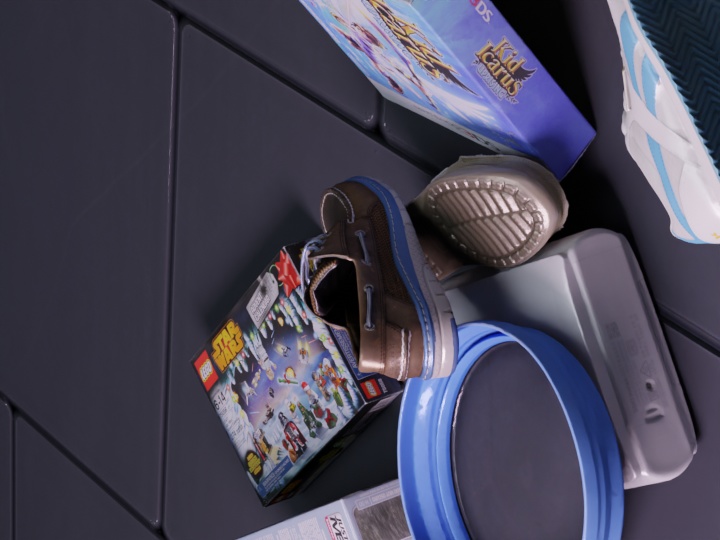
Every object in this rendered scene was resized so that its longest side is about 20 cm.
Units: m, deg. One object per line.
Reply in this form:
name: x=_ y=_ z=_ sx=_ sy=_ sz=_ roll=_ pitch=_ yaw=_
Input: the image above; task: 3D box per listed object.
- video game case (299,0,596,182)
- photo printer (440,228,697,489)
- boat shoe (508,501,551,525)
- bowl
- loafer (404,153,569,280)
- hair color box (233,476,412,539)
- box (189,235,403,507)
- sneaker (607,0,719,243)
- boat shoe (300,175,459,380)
video game case: x=0.034 y=-0.152 z=1.559 sx=0.181 sy=0.045 sz=0.200 roll=29 pitch=168 yaw=45
photo printer: x=0.118 y=0.071 z=1.623 sx=0.200 sy=0.069 sz=0.167 roll=-19 pitch=90 yaw=56
boat shoe: x=0.134 y=0.195 z=1.640 sx=0.073 sy=0.062 sz=0.200 roll=44 pitch=148 yaw=17
bowl: x=0.095 y=0.130 z=1.562 sx=0.200 sy=0.039 sz=0.201 roll=13 pitch=106 yaw=55
loafer: x=0.079 y=-0.044 z=1.608 sx=0.076 sy=0.068 sz=0.200 roll=52 pitch=156 yaw=-11
hair color box: x=-0.015 y=0.202 z=1.842 sx=0.200 sy=0.099 sz=0.061 roll=-27 pitch=82 yaw=55
box: x=-0.053 y=0.080 z=1.893 sx=0.137 sy=0.040 sz=0.200 roll=62 pitch=145 yaw=16
sneaker: x=0.182 y=-0.110 z=1.449 sx=0.081 sy=0.076 sz=0.200 roll=-27 pitch=80 yaw=57
boat shoe: x=0.000 y=0.000 z=1.597 sx=0.200 sy=0.072 sz=0.072 roll=-122 pitch=31 yaw=-55
